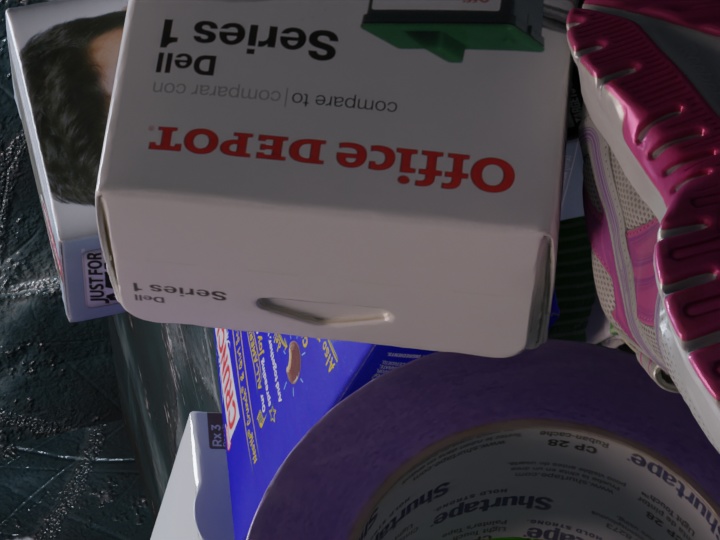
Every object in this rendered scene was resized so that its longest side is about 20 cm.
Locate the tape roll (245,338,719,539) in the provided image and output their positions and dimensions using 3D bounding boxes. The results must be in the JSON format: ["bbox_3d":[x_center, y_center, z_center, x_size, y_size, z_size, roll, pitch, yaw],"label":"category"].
[{"bbox_3d":[0.058,0.128,0.761,0.085,0.199,0.201,93,161,-57],"label":"tape roll"}]

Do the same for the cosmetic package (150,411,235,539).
[{"bbox_3d":[-0.058,0.163,1.111,0.200,0.081,0.113,115,155,-54],"label":"cosmetic package"}]

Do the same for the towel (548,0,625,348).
[{"bbox_3d":[0.086,-0.042,0.893,0.200,0.023,0.153,147,111,-79],"label":"towel"}]

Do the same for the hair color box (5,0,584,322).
[{"bbox_3d":[-0.020,-0.056,0.837,0.061,0.199,0.099,97,159,-61],"label":"hair color box"}]

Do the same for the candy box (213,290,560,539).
[{"bbox_3d":[0.000,0.000,0.970,0.200,0.077,0.170,123,145,-50],"label":"candy box"}]

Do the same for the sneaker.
[{"bbox_3d":[0.114,0.002,0.674,0.200,0.081,0.088,-102,5,-48],"label":"sneaker"}]

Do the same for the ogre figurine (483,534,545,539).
[{"bbox_3d":[0.085,0.146,0.879,0.098,0.199,0.120,-65,-25,-14],"label":"ogre figurine"}]

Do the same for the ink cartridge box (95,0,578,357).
[{"bbox_3d":[0.000,-0.084,0.767,0.084,0.145,0.201,89,-173,-63],"label":"ink cartridge box"}]
